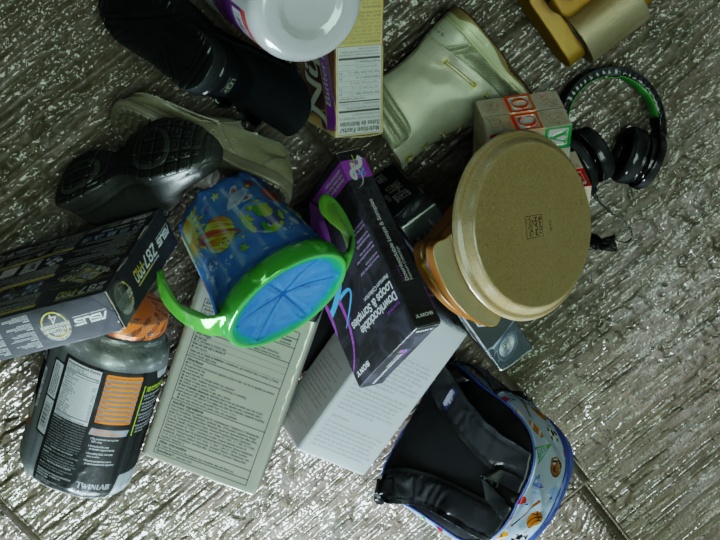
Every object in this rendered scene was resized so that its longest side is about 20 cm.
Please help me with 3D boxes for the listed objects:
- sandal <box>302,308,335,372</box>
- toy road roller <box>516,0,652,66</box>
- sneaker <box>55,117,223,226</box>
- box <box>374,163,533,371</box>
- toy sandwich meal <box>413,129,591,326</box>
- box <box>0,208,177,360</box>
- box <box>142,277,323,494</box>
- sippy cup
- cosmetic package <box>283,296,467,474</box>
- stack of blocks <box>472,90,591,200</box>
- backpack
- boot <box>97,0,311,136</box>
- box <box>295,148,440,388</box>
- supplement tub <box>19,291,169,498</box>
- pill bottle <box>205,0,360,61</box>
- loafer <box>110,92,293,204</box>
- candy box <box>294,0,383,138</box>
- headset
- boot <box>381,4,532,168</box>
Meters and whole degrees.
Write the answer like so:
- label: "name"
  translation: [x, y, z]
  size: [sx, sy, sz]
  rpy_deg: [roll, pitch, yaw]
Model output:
- label: "sandal"
  translation: [-0.027, 0.029, 1.602]
  size: [0.076, 0.043, 0.201]
  rpy_deg: [27, 99, -21]
- label: "toy road roller"
  translation: [0.225, -0.304, 1.505]
  size: [0.123, 0.146, 0.200]
  rpy_deg: [-38, 113, 0]
- label: "sneaker"
  translation: [-0.205, -0.088, 1.468]
  size: [0.199, 0.076, 0.091]
  rpy_deg: [-13, 140, 35]
- label: "box"
  translation: [0.090, -0.005, 1.560]
  size: [0.043, 0.160, 0.200]
  rpy_deg: [-36, 114, -1]
- label: "toy sandwich meal"
  translation: [0.144, -0.038, 1.463]
  size: [0.205, 0.070, 0.206]
  rpy_deg: [0, 90, -38]
- label: "box"
  translation: [-0.291, 0.017, 1.425]
  size: [0.199, 0.161, 0.049]
  rpy_deg: [-14, 114, 20]
- label: "box"
  translation: [-0.130, 0.109, 1.549]
  size: [0.127, 0.109, 0.201]
  rpy_deg: [21, 102, 1]
- label: "sippy cup"
  translation: [-0.103, -0.017, 1.430]
  size: [0.140, 0.130, 0.178]
  rpy_deg: [-50, 154, 25]
- label: "cosmetic package"
  translation: [0.011, 0.112, 1.605]
  size: [0.101, 0.071, 0.200]
  rpy_deg: [27, 105, -36]
- label: "stack of blocks"
  translation: [0.177, -0.088, 1.554]
  size: [0.115, 0.059, 0.200]
  rpy_deg: [-9, 134, -8]
- label: "backpack"
  translation: [0.137, 0.214, 1.629]
  size: [0.154, 0.190, 0.201]
  rpy_deg: [15, 104, -36]
- label: "boot"
  translation: [-0.151, -0.214, 1.462]
  size: [0.077, 0.200, 0.168]
  rpy_deg: [-52, 148, 11]
- label: "box"
  translation: [0.000, 0.000, 1.496]
  size: [0.036, 0.143, 0.201]
  rpy_deg: [-14, 69, -31]
- label: "supplement tub"
  translation: [-0.267, 0.118, 1.514]
  size: [0.122, 0.123, 0.201]
  rpy_deg: [13, 111, -19]
- label: "pill bottle"
  translation: [-0.087, -0.276, 1.394]
  size: [0.112, 0.200, 0.113]
  rpy_deg: [-13, 121, -22]
- label: "loafer"
  translation: [-0.156, -0.125, 1.505]
  size: [0.199, 0.068, 0.076]
  rpy_deg: [27, 137, -8]
- label: "candy box"
  translation: [-0.023, -0.241, 1.472]
  size: [0.056, 0.117, 0.201]
  rpy_deg: [-7, 110, -22]
- label: "headset"
  translation: [0.268, -0.121, 1.631]
  size: [0.123, 0.094, 0.201]
  rpy_deg: [-3, 93, -14]
- label: "boot"
  translation: [0.103, -0.156, 1.563]
  size: [0.155, 0.072, 0.200]
  rpy_deg: [-40, 114, 3]
